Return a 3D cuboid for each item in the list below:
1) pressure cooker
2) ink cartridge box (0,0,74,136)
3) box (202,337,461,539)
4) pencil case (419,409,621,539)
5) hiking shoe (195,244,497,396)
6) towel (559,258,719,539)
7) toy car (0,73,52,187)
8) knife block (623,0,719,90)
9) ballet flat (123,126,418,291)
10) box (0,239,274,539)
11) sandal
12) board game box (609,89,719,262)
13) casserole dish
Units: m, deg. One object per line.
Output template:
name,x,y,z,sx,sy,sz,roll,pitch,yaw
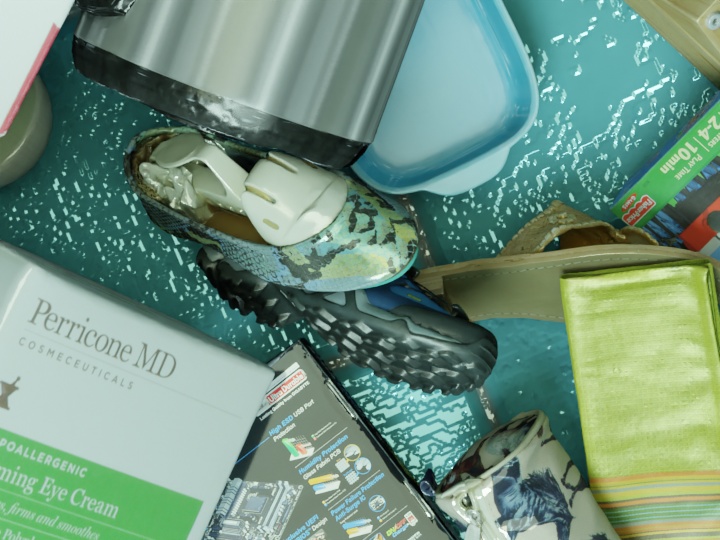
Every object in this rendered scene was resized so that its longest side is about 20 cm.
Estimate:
pressure cooker,-0.047,-0.171,1.280,0.176,0.179,0.200,23,97,16
ink cartridge box,-0.175,-0.187,1.228,0.086,0.200,0.148,22,125,-14
box,-0.063,0.160,1.376,0.200,0.046,0.159,-38,88,0
pencil case,0.115,0.182,1.344,0.089,0.078,0.200,-35,97,-41
hiking shoe,0.000,0.000,1.323,0.200,0.074,0.087,24,71,33
towel,0.166,0.090,1.345,0.086,0.018,0.200,-7,113,8
toy car,-0.287,-0.095,1.346,0.200,0.175,0.150,-48,50,3
knife block,0.182,-0.172,1.380,0.064,0.176,0.200,-46,133,1
ballet flat,-0.057,-0.038,1.300,0.200,0.074,0.074,13,89,41
box,-0.198,0.073,1.267,0.200,0.199,0.171,20,86,42
sandal,0.102,-0.009,1.367,0.212,0.078,0.070,-9,54,13
board game box,0.260,-0.020,1.331,0.200,0.037,0.151,39,130,-3
casserole dish,0.022,-0.136,1.385,0.121,0.039,0.200,-26,88,1
